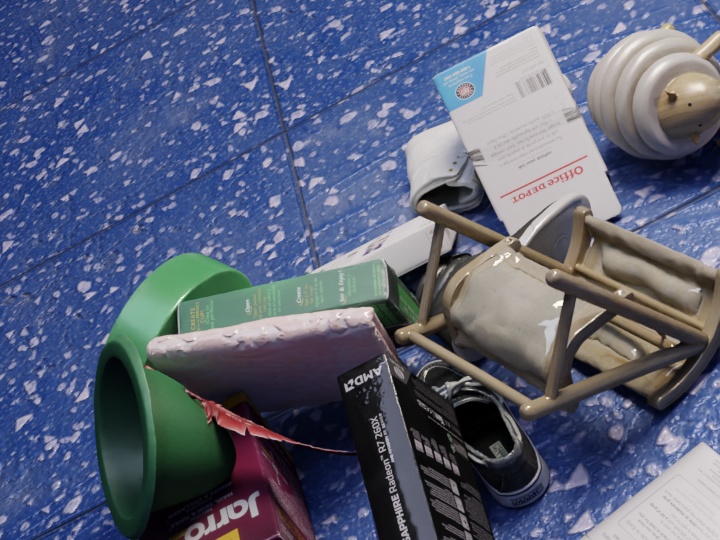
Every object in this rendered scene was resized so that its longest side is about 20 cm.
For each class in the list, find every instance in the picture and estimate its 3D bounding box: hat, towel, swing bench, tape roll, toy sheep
[{"bbox_3d":[-0.118,0.142,1.268,0.176,0.166,0.200,-3,40,-24],"label":"hat"},{"bbox_3d":[-0.066,0.083,1.334,0.200,0.191,0.032,-10,68,10],"label":"towel"},{"bbox_3d":[0.170,0.030,1.259,0.200,0.130,0.199,0,17,-32],"label":"swing bench"},{"bbox_3d":[-0.174,0.084,1.428,0.048,0.201,0.201,24,60,23],"label":"tape roll"},{"bbox_3d":[0.287,-0.172,1.441,0.138,0.138,0.200,-39,20,-8],"label":"toy sheep"}]

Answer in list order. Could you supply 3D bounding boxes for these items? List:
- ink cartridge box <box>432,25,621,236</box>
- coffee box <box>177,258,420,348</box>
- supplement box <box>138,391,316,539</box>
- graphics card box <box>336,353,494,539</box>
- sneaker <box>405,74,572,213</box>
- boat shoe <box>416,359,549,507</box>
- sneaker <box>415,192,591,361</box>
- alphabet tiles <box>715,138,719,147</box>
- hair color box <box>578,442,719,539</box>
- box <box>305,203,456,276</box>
[{"bbox_3d":[0.167,-0.124,1.470,0.116,0.200,0.067,-25,-2,11],"label":"ink cartridge box"},{"bbox_3d":[-0.052,0.049,1.355,0.200,0.123,0.044,-12,65,14],"label":"coffee box"},{"bbox_3d":[-0.118,0.223,1.298,0.131,0.103,0.200,-29,35,4],"label":"supplement box"},{"bbox_3d":[0.051,0.175,1.150,0.051,0.125,0.200,-28,55,19],"label":"graphics card box"},{"bbox_3d":[0.136,-0.122,1.553,0.200,0.074,0.116,-29,35,24],"label":"sneaker"},{"bbox_3d":[0.091,0.124,1.282,0.074,0.068,0.199,-32,34,1],"label":"boat shoe"},{"bbox_3d":[0.128,-0.010,1.413,0.200,0.071,0.099,-48,42,-13],"label":"sneaker"},{"bbox_3d":[0.434,-0.144,1.390,0.166,0.006,0.200,-37,34,-4],"label":"alphabet tiles"},{"bbox_3d":[0.208,0.225,1.071,0.200,0.061,0.099,-37,34,-6],"label":"hair color box"},{"bbox_3d":[0.000,0.000,1.481,0.200,0.036,0.144,-26,5,10],"label":"box"}]
